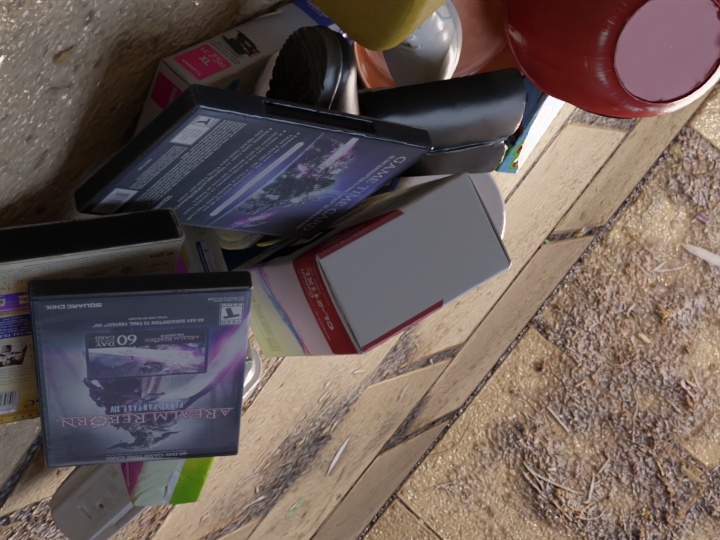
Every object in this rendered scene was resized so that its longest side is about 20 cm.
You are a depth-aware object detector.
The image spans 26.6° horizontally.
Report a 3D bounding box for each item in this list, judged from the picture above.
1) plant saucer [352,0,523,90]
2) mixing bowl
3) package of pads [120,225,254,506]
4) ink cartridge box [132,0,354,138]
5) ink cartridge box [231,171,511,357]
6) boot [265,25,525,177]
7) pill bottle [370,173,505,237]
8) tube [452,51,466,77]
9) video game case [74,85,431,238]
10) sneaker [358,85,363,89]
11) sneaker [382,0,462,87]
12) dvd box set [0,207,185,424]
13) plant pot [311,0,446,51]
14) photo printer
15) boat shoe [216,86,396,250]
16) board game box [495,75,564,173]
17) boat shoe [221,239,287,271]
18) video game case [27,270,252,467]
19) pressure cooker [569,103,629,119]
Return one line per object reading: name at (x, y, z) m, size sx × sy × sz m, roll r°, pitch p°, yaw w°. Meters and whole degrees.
plant saucer at (0.075, -0.214, 1.218) m, size 0.199 × 0.032 × 0.201 m, roll -17°, pitch 132°, yaw -20°
mixing bowl at (0.223, -0.196, 1.199) m, size 0.199 × 0.109 × 0.201 m, roll -8°, pitch 125°, yaw -12°
package of pads at (-0.151, 0.068, 1.184) m, size 0.068 × 0.155 × 0.201 m, roll -3°, pitch 142°, yaw -25°
ink cartridge box at (-0.083, -0.127, 1.101) m, size 0.200 × 0.042 × 0.120 m, roll -31°, pitch 157°, yaw -45°
ink cartridge box at (0.000, 0.000, 1.190) m, size 0.145 × 0.083 × 0.200 m, roll -30°, pitch -171°, yaw -23°
boot at (0.034, -0.120, 1.094) m, size 0.199 × 0.066 × 0.165 m, roll -5°, pitch 156°, yaw -24°
pill bottle at (0.042, -0.045, 1.417) m, size 0.114 × 0.114 × 0.200 m, roll -45°, pitch -164°, yaw -18°
tube at (0.069, -0.222, 1.265) m, size 0.077 × 0.050 × 0.201 m, roll -46°, pitch 147°, yaw -36°
video game case at (-0.069, -0.067, 1.019) m, size 0.199 × 0.019 × 0.143 m, roll 5°, pitch 152°, yaw -42°
sneaker at (-0.015, -0.113, 1.327) m, size 0.200 × 0.073 × 0.082 m, roll -48°, pitch 152°, yaw -32°
sneaker at (0.027, -0.200, 1.105) m, size 0.080 × 0.070 × 0.201 m, roll -53°, pitch 149°, yaw -37°
dvd box set at (-0.208, 0.037, 1.042) m, size 0.145 × 0.030 × 0.200 m, roll -9°, pitch 147°, yaw -24°
plant pot at (0.017, -0.236, 0.827) m, size 0.194 × 0.195 × 0.200 m, roll -44°, pitch 172°, yaw -20°
photo printer at (-0.178, 0.145, 1.381) m, size 0.166 × 0.069 × 0.200 m, roll -42°, pitch -176°, yaw 35°
boat shoe at (-0.035, -0.082, 1.235) m, size 0.201 × 0.072 × 0.060 m, roll -32°, pitch 169°, yaw 15°
board game box at (0.136, -0.210, 1.331) m, size 0.036 × 0.151 × 0.200 m, roll 0°, pitch 132°, yaw -49°
boat shoe at (-0.085, -0.015, 1.338) m, size 0.199 × 0.084 × 0.069 m, roll -27°, pitch 138°, yaw -26°
video game case at (-0.150, 0.072, 1.045) m, size 0.142 × 0.019 × 0.201 m, roll -3°, pitch 140°, yaw -10°
pressure cooker at (0.230, -0.244, 1.433) m, size 0.177 × 0.176 × 0.201 m, roll 3°, pitch 129°, yaw -20°
